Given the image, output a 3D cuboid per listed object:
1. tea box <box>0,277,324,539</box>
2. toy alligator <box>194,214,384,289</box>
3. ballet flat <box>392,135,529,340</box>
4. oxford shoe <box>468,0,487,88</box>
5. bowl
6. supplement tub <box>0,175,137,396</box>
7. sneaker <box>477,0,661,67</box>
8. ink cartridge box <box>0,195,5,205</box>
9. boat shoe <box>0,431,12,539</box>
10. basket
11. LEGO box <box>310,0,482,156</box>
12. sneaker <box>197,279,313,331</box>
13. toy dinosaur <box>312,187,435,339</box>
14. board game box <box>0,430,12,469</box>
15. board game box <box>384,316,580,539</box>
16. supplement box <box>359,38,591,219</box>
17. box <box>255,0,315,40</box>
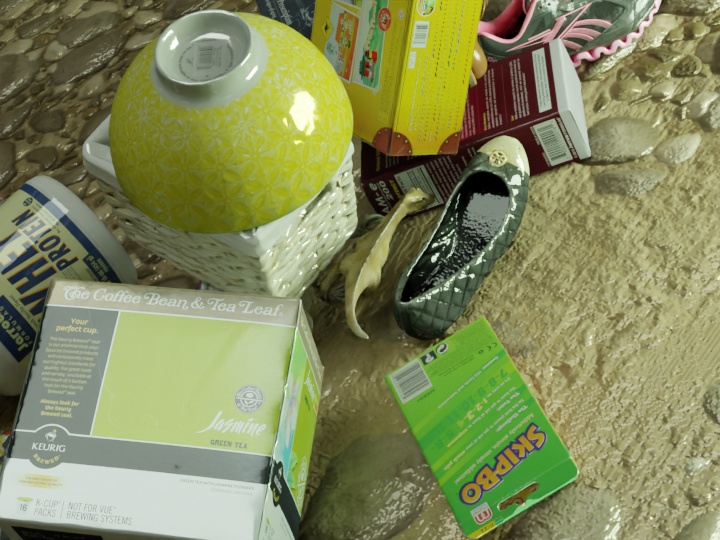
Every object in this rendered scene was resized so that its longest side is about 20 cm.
[{"bbox_3d":[-0.144,0.125,1.238,0.199,0.134,0.198,5,64,10],"label":"tea box"},{"bbox_3d":[-0.067,-0.020,1.483,0.199,0.059,0.054,-23,38,12],"label":"toy alligator"},{"bbox_3d":[0.088,-0.031,1.370,0.066,0.057,0.201,19,67,23],"label":"ballet flat"},{"bbox_3d":[0.089,-0.250,1.487,0.071,0.071,0.201,-19,54,7],"label":"oxford shoe"},{"bbox_3d":[-0.111,-0.140,1.298,0.199,0.108,0.201,-5,53,7],"label":"bowl"},{"bbox_3d":[-0.324,0.025,1.544,0.200,0.145,0.145,-44,39,-15],"label":"supplement tub"},{"bbox_3d":[0.185,-0.236,1.517,0.199,0.096,0.079,-31,35,1],"label":"sneaker"},{"bbox_3d":[-0.453,-0.028,1.740,0.148,0.086,0.200,-46,38,-16],"label":"ink cartridge box"},{"bbox_3d":[-0.264,0.149,1.357,0.067,0.072,0.201,-13,49,20],"label":"boat shoe"},{"bbox_3d":[-0.112,-0.070,1.392,0.199,0.124,0.136,27,63,27],"label":"basket"},{"bbox_3d":[0.028,-0.215,1.417,0.077,0.201,0.149,-4,24,-33],"label":"LEGO box"},{"bbox_3d":[-0.088,0.071,1.387,0.099,0.075,0.201,-6,50,1],"label":"sneaker"},{"bbox_3d":[0.000,0.000,1.375,0.101,0.058,0.200,-56,4,45],"label":"toy dinosaur"},{"bbox_3d":[-0.271,0.195,1.401,0.199,0.046,0.152,-24,39,11],"label":"board game box"},{"bbox_3d":[0.091,0.121,1.247,0.095,0.030,0.200,-31,35,2],"label":"board game box"},{"bbox_3d":[0.100,-0.123,1.479,0.199,0.061,0.109,-18,40,17],"label":"supplement box"},{"bbox_3d":[0.000,-0.262,1.665,0.181,0.104,0.200,-28,38,3],"label":"box"}]
